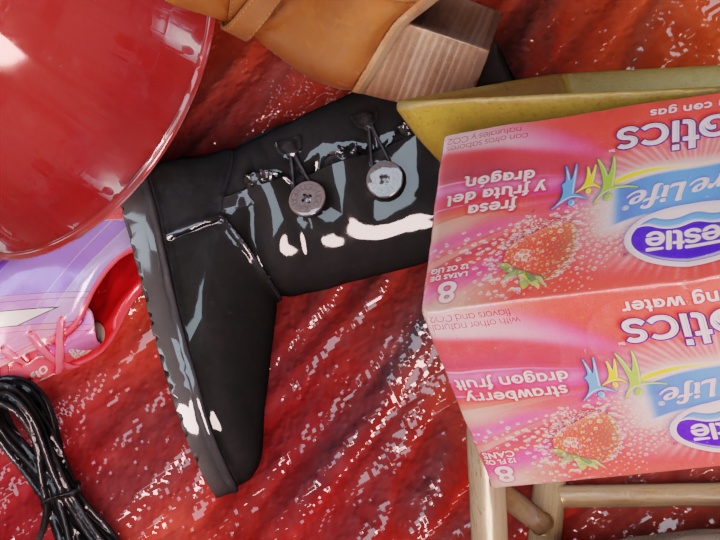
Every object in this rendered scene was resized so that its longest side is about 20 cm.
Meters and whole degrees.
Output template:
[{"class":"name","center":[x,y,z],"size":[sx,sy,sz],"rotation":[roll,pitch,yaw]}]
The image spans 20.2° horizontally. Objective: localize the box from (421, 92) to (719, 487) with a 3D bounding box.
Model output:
[{"class":"box","center":[0.132,0.004,0.725],"size":[0.199,0.103,0.095],"rotation":[-7,44,16]}]

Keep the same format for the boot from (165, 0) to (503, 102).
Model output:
[{"class":"boot","center":[0.004,-0.172,0.873],"size":[0.154,0.074,0.201],"rotation":[21,113,0]}]

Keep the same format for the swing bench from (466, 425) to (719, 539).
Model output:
[{"class":"swing bench","center":[0.146,0.162,0.780],"size":[0.197,0.130,0.202],"rotation":[-3,72,20]}]

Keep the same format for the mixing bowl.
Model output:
[{"class":"mixing bowl","center":[-0.176,-0.118,0.957],"size":[0.199,0.108,0.201],"rotation":[-19,57,32]}]

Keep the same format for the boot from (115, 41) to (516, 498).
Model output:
[{"class":"boot","center":[0.000,-0.001,0.941],"size":[0.199,0.066,0.166],"rotation":[-16,79,-3]}]

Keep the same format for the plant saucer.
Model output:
[{"class":"plant saucer","center":[0.142,-0.059,0.848],"size":[0.199,0.200,0.049],"rotation":[0,98,25]}]

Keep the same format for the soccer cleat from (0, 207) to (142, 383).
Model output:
[{"class":"soccer cleat","center":[-0.171,0.034,0.997],"size":[0.200,0.067,0.076],"rotation":[-44,64,-3]}]

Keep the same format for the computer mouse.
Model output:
[{"class":"computer mouse","center":[-0.218,0.134,0.956],"size":[0.199,0.046,0.141],"rotation":[-25,82,10]}]
